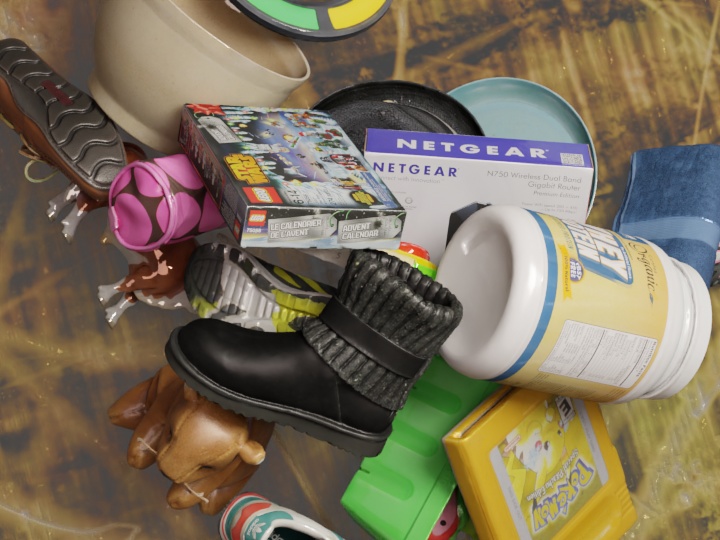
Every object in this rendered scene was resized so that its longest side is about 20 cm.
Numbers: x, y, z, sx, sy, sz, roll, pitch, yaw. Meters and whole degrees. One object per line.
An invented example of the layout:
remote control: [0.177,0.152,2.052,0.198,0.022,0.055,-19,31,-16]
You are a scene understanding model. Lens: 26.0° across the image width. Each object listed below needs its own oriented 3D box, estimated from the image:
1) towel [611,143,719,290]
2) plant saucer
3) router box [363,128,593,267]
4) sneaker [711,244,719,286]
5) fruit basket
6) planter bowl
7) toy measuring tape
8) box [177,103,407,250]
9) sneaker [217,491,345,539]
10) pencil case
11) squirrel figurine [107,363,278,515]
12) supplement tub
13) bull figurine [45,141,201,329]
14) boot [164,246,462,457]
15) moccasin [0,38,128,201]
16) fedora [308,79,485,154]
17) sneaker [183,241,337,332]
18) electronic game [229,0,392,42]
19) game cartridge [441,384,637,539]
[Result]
towel: [0.285,-0.035,1.452,0.049,0.112,0.200,51,50,-37]
plant saucer: [0.128,-0.083,1.478,0.200,0.027,0.200,-5,77,20]
router box: [0.095,-0.030,1.387,0.200,0.049,0.180,4,121,0]
sneaker: [0.356,-0.015,1.503,0.200,0.080,0.086,-42,99,-3]
fruit basket: [0.109,0.198,1.425,0.215,0.156,0.216,-2,72,5]
planter bowl: [-0.165,-0.190,1.428,0.200,0.200,0.135,41,109,0]
toy measuring tape: [0.000,0.000,1.331,0.200,0.074,0.074,19,81,-23]
box: [-0.061,-0.081,1.297,0.137,0.200,0.040,0,119,-23]
sneaker: [-0.033,0.270,1.399,0.200,0.093,0.070,35,82,-22]
pencil case: [-0.143,-0.068,1.394,0.094,0.200,0.091,-7,95,32]
squirrel figurine: [-0.117,0.121,1.383,0.200,0.187,0.142,-38,88,-9]
supplement tub: [0.176,0.032,1.298,0.200,0.145,0.145,12,82,-28]
bull figurine: [-0.202,-0.019,1.451,0.121,0.065,0.200,-30,85,-14]
boot: [-0.038,0.046,1.265,0.211,0.079,0.158,21,115,-9]
moccasin: [-0.283,-0.128,1.429,0.201,0.078,0.074,38,51,23]
fedora: [0.018,-0.100,1.444,0.200,0.092,0.201,-2,79,12]
sneaker: [-0.069,0.035,1.385,0.200,0.085,0.075,26,97,26]
electronic game: [-0.056,-0.305,1.482,0.200,0.042,0.200,9,63,-19]
game cartridge: [0.165,0.186,1.381,0.176,0.032,0.200,-37,113,-36]
